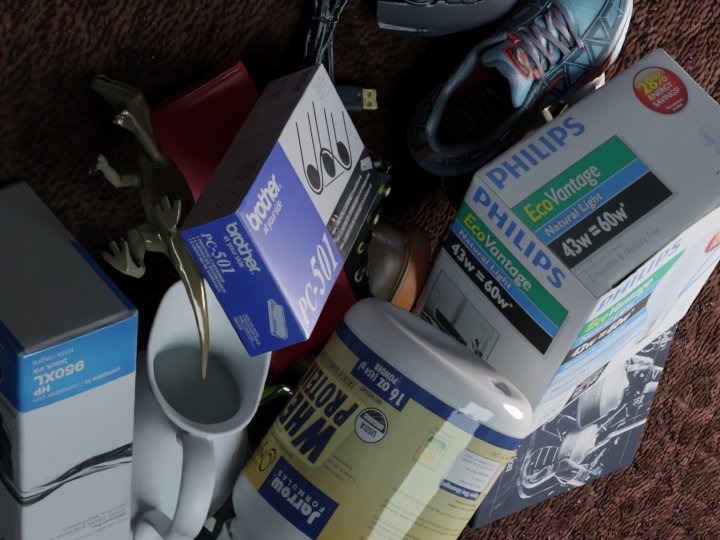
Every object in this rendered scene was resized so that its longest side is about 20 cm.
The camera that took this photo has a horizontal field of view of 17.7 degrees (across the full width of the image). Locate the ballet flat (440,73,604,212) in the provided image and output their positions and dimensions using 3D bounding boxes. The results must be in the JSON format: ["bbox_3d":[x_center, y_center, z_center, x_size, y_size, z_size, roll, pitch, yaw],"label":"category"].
[{"bbox_3d":[0.136,-0.117,1.679,0.068,0.068,0.200,2,123,-59],"label":"ballet flat"}]

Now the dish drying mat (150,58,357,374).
[{"bbox_3d":[-0.068,-0.035,1.514,0.077,0.018,0.200,-33,115,-18],"label":"dish drying mat"}]

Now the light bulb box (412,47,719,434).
[{"bbox_3d":[0.160,-0.017,1.632,0.198,0.125,0.200,-34,162,-30],"label":"light bulb box"}]

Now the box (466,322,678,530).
[{"bbox_3d":[0.145,0.078,1.846,0.182,0.104,0.200,-19,136,-36],"label":"box"}]

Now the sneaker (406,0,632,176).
[{"bbox_3d":[0.116,-0.139,1.594,0.200,0.079,0.096,-47,180,3],"label":"sneaker"}]

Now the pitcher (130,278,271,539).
[{"bbox_3d":[-0.130,0.124,1.526,0.121,0.172,0.200,17,145,-15],"label":"pitcher"}]

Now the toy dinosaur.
[{"bbox_3d":[-0.116,-0.029,1.399,0.058,0.201,0.101,-18,-177,17],"label":"toy dinosaur"}]

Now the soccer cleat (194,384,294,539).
[{"bbox_3d":[-0.086,0.168,1.630,0.067,0.201,0.081,32,140,-31],"label":"soccer cleat"}]

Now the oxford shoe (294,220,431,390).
[{"bbox_3d":[-0.023,0.045,1.690,0.073,0.071,0.200,15,114,-25],"label":"oxford shoe"}]

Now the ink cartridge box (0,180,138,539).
[{"bbox_3d":[-0.209,0.071,1.437,0.084,0.145,0.200,-21,137,-29],"label":"ink cartridge box"}]

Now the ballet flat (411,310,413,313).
[{"bbox_3d":[0.027,0.110,1.776,0.064,0.076,0.201,-1,124,-13],"label":"ballet flat"}]

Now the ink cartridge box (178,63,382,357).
[{"bbox_3d":[-0.045,-0.041,1.431,0.044,0.200,0.094,-18,115,25],"label":"ink cartridge box"}]

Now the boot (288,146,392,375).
[{"bbox_3d":[-0.001,0.000,1.593,0.203,0.074,0.154,21,108,-16],"label":"boot"}]

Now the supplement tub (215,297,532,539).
[{"bbox_3d":[0.005,0.135,1.527,0.144,0.144,0.200,24,101,-53],"label":"supplement tub"}]

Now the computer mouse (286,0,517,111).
[{"bbox_3d":[0.041,-0.165,1.555,0.200,0.046,0.141,-9,129,-41],"label":"computer mouse"}]
